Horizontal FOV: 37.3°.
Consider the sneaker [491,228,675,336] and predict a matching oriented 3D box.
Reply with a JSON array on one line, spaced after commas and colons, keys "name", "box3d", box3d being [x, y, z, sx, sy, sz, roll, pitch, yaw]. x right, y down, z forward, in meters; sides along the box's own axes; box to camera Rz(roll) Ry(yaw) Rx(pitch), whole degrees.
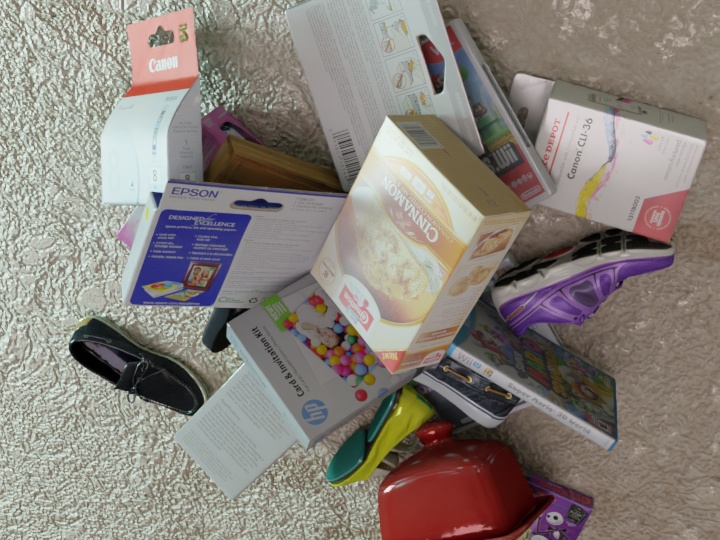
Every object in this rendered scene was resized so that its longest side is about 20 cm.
[{"name": "sneaker", "box3d": [0.242, 0.014, 1.136, 0.199, 0.081, 0.084, -21, 104, 23]}]

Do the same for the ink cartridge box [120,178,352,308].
[{"name": "ink cartridge box", "box3d": [-0.131, -0.033, 1.105, 0.197, 0.047, 0.200, 3, 139, -26]}]

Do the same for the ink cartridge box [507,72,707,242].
[{"name": "ink cartridge box", "box3d": [0.236, -0.117, 1.085, 0.199, 0.068, 0.117, 17, 119, 8]}]

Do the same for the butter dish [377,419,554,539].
[{"name": "butter dish", "box3d": [0.102, 0.245, 1.227, 0.199, 0.200, 0.148, -16, 85, 22]}]

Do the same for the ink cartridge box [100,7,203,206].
[{"name": "ink cartridge box", "box3d": [-0.226, -0.169, 1.131, 0.160, 0.047, 0.201, 6, 100, 53]}]

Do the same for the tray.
[{"name": "tray", "box3d": [-0.077, -0.071, 1.155, 0.199, 0.037, 0.099, 16, 127, -35]}]

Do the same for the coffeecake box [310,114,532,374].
[{"name": "coffeecake box", "box3d": [0.052, -0.026, 1.041, 0.154, 0.073, 0.200, 49, 129, 30]}]

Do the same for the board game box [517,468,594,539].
[{"name": "board game box", "box3d": [0.174, 0.294, 1.326, 0.199, 0.032, 0.120, 22, 115, 5]}]

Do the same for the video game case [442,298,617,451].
[{"name": "video game case", "box3d": [0.185, 0.102, 1.139, 0.200, 0.143, 0.018, 31, 114, 0]}]

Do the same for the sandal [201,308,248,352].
[{"name": "sandal", "box3d": [-0.133, 0.023, 1.258, 0.043, 0.076, 0.201, 38, 132, 19]}]

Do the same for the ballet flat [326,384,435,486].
[{"name": "ballet flat", "box3d": [0.027, 0.214, 1.302, 0.067, 0.067, 0.200, 25, 129, -12]}]

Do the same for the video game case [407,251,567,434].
[{"name": "video game case", "box3d": [0.129, 0.093, 1.244, 0.200, 0.023, 0.182, -25, 106, 25]}]

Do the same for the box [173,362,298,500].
[{"name": "box", "box3d": [-0.096, 0.147, 1.255, 0.106, 0.152, 0.200, 46, 118, 3]}]

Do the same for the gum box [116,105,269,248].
[{"name": "gum box", "box3d": [-0.176, -0.081, 1.224, 0.113, 0.066, 0.200, 40, 119, -4]}]

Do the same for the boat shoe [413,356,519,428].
[{"name": "boat shoe", "box3d": [0.103, 0.088, 1.203, 0.200, 0.071, 0.091, 33, 115, -8]}]

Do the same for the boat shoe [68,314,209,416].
[{"name": "boat shoe", "box3d": [-0.286, 0.131, 1.362, 0.200, 0.062, 0.075, 33, 118, -3]}]

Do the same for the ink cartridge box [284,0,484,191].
[{"name": "ink cartridge box", "box3d": [0.030, -0.196, 1.086, 0.176, 0.045, 0.201, -12, 102, 34]}]

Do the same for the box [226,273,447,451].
[{"name": "box", "box3d": [-0.019, 0.072, 1.137, 0.156, 0.200, 0.041, 53, 159, 17]}]

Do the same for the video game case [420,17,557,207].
[{"name": "video game case", "box3d": [0.098, -0.137, 1.102, 0.143, 0.017, 0.200, -29, 90, 41]}]
